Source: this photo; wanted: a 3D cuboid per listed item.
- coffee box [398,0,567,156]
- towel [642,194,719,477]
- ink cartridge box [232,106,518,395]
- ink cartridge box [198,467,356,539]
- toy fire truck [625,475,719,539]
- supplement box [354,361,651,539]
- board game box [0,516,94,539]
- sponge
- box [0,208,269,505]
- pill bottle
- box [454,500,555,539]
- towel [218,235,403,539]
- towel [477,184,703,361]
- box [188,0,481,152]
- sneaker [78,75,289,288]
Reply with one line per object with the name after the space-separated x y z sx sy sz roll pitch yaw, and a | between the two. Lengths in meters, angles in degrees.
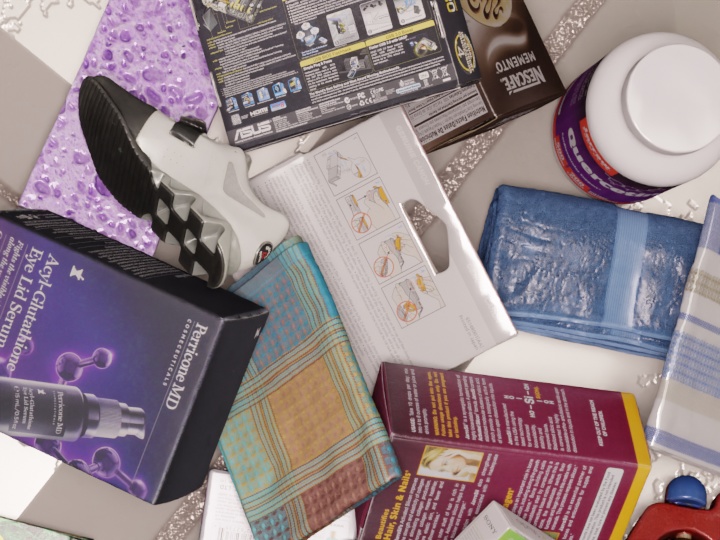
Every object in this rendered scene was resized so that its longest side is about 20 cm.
0.061 -0.200 1.607 0.080 0.113 0.201 -25 89 36 | coffee box
0.282 0.057 1.628 0.147 0.024 0.201 20 83 -44 | towel
0.000 0.000 1.611 0.176 0.045 0.201 -27 90 9 | ink cartridge box
-0.071 0.257 1.610 0.119 0.042 0.201 9 83 -6 | ink cartridge box
0.282 0.245 1.624 0.199 0.112 0.169 10 61 -6 | toy fire truck
0.102 0.146 1.580 0.199 0.086 0.111 8 126 -11 | supplement box
-0.310 0.228 1.597 0.199 0.023 0.105 14 83 -5 | board game box
-0.172 -0.118 1.629 0.111 0.030 0.201 24 84 -4 | sponge
-0.190 0.059 1.540 0.199 0.104 0.149 23 98 14 | box
0.212 -0.113 1.582 0.112 0.200 0.113 0 86 -5 | pill bottle
0.079 0.273 1.561 0.200 0.036 0.144 -45 129 12 | box
-0.057 0.094 1.556 0.146 0.022 0.201 -37 64 32 | towel
0.189 0.004 1.646 0.199 0.049 0.112 12 89 -5 | towel
-0.026 -0.187 1.560 0.199 0.049 0.162 -15 95 29 | box
-0.131 -0.075 1.578 0.088 0.074 0.200 -27 66 -34 | sneaker
